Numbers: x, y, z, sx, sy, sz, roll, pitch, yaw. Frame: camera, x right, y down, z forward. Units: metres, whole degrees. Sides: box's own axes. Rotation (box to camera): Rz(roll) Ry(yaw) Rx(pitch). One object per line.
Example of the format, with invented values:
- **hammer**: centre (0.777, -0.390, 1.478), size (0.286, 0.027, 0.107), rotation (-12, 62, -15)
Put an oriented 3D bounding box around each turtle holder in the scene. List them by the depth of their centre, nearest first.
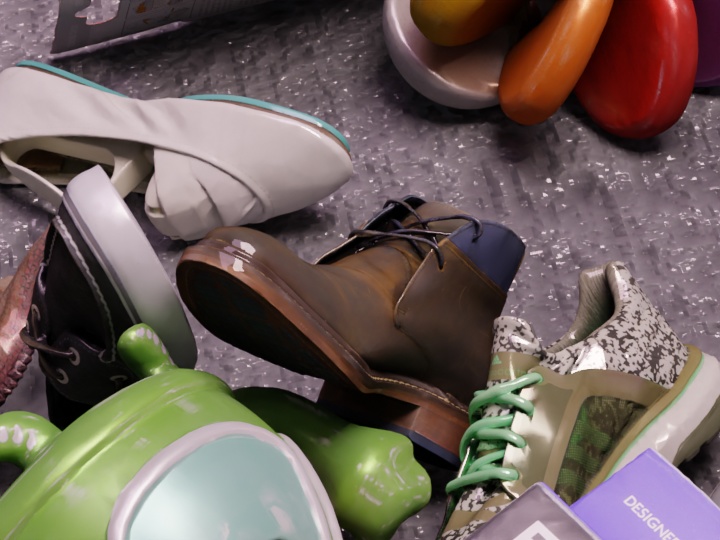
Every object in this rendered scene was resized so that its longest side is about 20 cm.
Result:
- **turtle holder**: centre (-0.065, 0.113, 1.091), size (0.132, 0.141, 0.185), rotation (38, 16, 19)

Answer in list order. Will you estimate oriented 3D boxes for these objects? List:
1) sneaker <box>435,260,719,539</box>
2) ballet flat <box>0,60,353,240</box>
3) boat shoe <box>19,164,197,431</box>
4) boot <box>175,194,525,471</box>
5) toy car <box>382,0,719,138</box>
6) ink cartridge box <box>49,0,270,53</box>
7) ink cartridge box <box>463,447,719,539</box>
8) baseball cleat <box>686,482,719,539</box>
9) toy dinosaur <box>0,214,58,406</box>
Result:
- **sneaker**: centre (0.061, 0.064, 1.135), size (0.077, 0.089, 0.200), rotation (-19, 16, 46)
- **ballet flat**: centre (-0.095, -0.046, 1.354), size (0.199, 0.070, 0.069), rotation (13, 41, 31)
- **boat shoe**: centre (-0.101, 0.027, 1.158), size (0.056, 0.200, 0.069), rotation (-29, 68, -11)
- **boot**: centre (0.000, 0.000, 1.138), size (0.074, 0.200, 0.097), rotation (18, 78, 31)
- **toy car**: centre (0.120, -0.140, 1.375), size (0.150, 0.175, 0.200), rotation (46, 55, 6)
- **ink cartridge box**: centre (-0.055, -0.164, 1.427), size (0.199, 0.050, 0.161), rotation (-13, -7, -10)
- **ink cartridge box**: centre (0.093, 0.166, 0.989), size (0.200, 0.044, 0.198), rotation (-36, 61, -22)
- **baseball cleat**: centre (0.194, 0.093, 1.106), size (0.106, 0.070, 0.200), rotation (24, 48, 35)
- **toy dinosaur**: centre (-0.195, 0.048, 1.200), size (0.199, 0.086, 0.136), rotation (-19, 38, 6)
